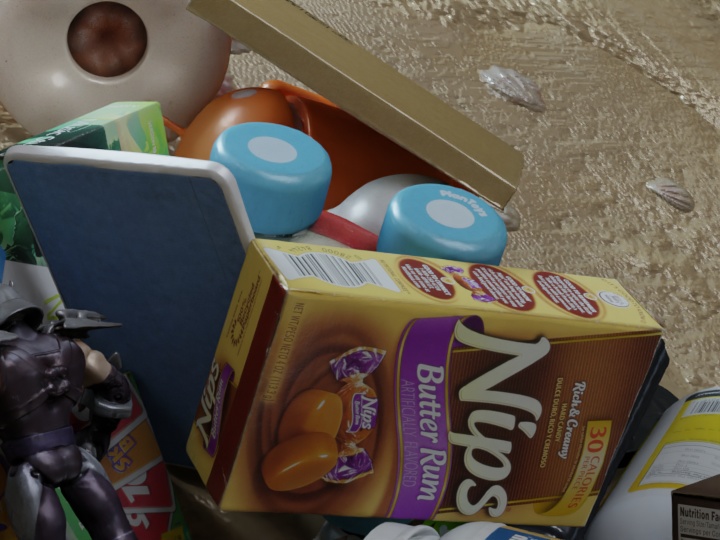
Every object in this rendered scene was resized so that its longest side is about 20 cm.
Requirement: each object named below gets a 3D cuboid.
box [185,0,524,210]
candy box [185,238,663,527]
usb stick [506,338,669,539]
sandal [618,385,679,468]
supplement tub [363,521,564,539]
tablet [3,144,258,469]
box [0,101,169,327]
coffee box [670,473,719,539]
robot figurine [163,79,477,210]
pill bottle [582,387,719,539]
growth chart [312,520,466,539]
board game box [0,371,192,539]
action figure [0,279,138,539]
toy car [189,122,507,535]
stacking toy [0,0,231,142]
[{"bbox_3d":[0.002,-0.103,1.241,0.200,0.021,0.163,34,11,0],"label":"box"},{"bbox_3d":[0.031,0.056,1.047,0.200,0.117,0.056,5,27,-28],"label":"candy box"},{"bbox_3d":[0.121,0.094,1.235,0.055,0.033,0.200,11,37,20],"label":"usb stick"},{"bbox_3d":[0.127,0.089,1.311,0.200,0.045,0.075,-11,53,-39],"label":"sandal"},{"bbox_3d":[0.091,0.196,1.013,0.200,0.145,0.145,12,28,20],"label":"supplement tub"},{"bbox_3d":[-0.089,0.024,1.073,0.130,0.200,0.014,6,42,30],"label":"tablet"},{"bbox_3d":[-0.159,0.008,1.121,0.036,0.144,0.200,2,20,30],"label":"box"},{"bbox_3d":[0.218,0.199,1.104,0.080,0.200,0.114,4,9,40],"label":"coffee box"},{"bbox_3d":[-0.025,-0.038,1.300,0.200,0.144,0.117,15,-6,-23],"label":"robot figurine"},{"bbox_3d":[0.183,0.152,1.221,0.112,0.112,0.200,36,34,7],"label":"pill bottle"},{"bbox_3d":[0.039,0.149,1.180,0.145,0.018,0.200,22,40,-3],"label":"growth chart"},{"bbox_3d":[-0.167,0.116,1.034,0.200,0.030,0.096,-18,86,-46],"label":"board game box"},{"bbox_3d":[-0.141,0.094,1.005,0.130,0.069,0.200,-14,80,-42],"label":"action figure"},{"bbox_3d":[0.000,0.000,1.185,0.177,0.184,0.200,20,32,8],"label":"toy car"},{"bbox_3d":[-0.159,-0.162,1.381,0.146,0.146,0.200,22,15,-14],"label":"stacking toy"}]
